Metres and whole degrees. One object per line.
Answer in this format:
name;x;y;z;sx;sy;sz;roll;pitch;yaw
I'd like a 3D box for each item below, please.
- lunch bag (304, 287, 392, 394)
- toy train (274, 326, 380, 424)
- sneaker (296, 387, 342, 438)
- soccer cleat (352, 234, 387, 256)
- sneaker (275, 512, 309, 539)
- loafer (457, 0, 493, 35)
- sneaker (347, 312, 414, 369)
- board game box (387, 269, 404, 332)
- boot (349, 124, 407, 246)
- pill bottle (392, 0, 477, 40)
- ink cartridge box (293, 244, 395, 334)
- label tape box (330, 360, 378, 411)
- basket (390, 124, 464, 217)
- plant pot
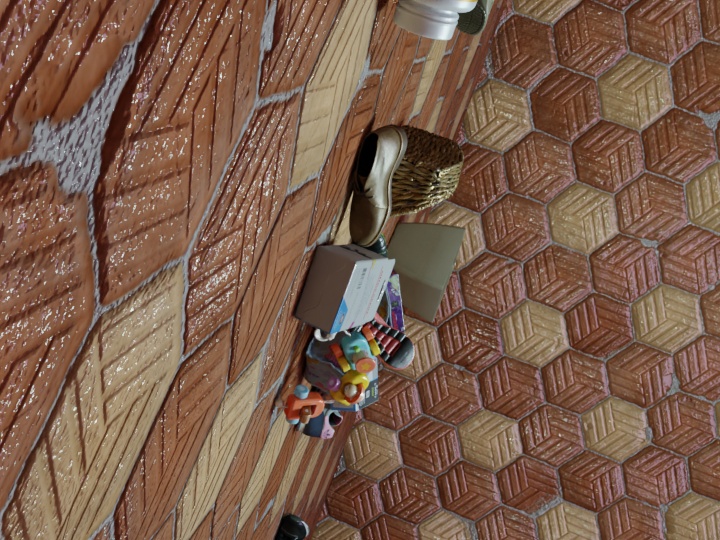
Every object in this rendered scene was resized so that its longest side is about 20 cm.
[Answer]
lunch bag;-0.007;0.123;1.713;0.200;0.127;0.170;-58;172;-23
toy train;-0.043;0.177;1.505;0.056;0.150;0.200;56;-48;45
sneaker;-0.072;0.296;1.999;0.200;0.082;0.070;-59;169;-61
soccer cleat;0.000;0.000;1.743;0.081;0.067;0.200;-47;161;-40
sneaker;-0.189;0.709;2.437;0.088;0.076;0.200;-56;167;-40
loafer;0.235;-0.553;1.872;0.068;0.076;0.200;-59;170;-27
sneaker;0.000;0.092;1.578;0.074;0.200;0.087;-46;-169;-16
board game box;0.044;0.036;1.840;0.200;0.032;0.120;-128;-147;-70
boot;0.009;-0.127;1.443;0.075;0.073;0.201;-23;133;-55
pill bottle;0.103;-0.384;1.116;0.109;0.109;0.200;-57;166;-63
ink cartridge box;-0.021;0.024;1.446;0.115;0.068;0.200;-69;163;9
label tape box;-0.001;0.213;2.017;0.200;0.066;0.144;-8;96;-66
basket;0.104;-0.161;1.720;0.200;0.142;0.149;-56;165;-64
plant pot;0.153;-0.015;2.481;0.200;0.177;0.200;99;13;-60
